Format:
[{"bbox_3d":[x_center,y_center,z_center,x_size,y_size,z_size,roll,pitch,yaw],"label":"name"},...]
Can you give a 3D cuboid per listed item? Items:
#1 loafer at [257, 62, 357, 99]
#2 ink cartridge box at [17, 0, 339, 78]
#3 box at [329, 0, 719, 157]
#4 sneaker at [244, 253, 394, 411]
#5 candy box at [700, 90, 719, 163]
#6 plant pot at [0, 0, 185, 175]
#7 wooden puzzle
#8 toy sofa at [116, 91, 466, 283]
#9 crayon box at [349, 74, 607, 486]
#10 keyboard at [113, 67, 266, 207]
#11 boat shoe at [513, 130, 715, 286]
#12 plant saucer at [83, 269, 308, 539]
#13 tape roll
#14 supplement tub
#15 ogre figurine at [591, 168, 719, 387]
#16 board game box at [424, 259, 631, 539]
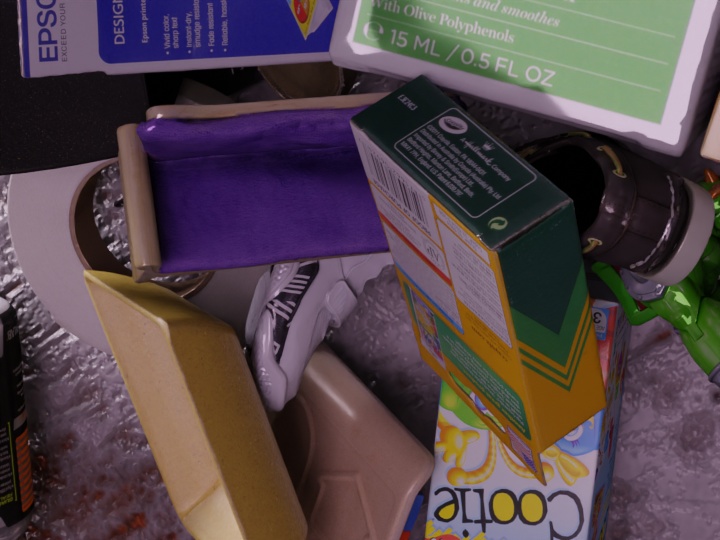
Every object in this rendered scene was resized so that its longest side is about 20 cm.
[{"bbox_3d":[-0.056,-0.167,0.950,0.076,0.067,0.200,7,141,27],"label":"loafer"},{"bbox_3d":[-0.094,-0.206,0.824,0.047,0.200,0.198,20,114,58],"label":"ink cartridge box"},{"bbox_3d":[0.118,-0.178,0.866,0.199,0.200,0.172,17,105,14],"label":"box"},{"bbox_3d":[0.000,0.000,0.979,0.115,0.075,0.200,16,83,-11],"label":"sneaker"},{"bbox_3d":[0.254,-0.082,0.847,0.115,0.200,0.055,19,107,12],"label":"candy box"},{"bbox_3d":[-0.194,-0.176,0.939,0.177,0.200,0.200,8,146,6],"label":"plant pot"},{"bbox_3d":[-0.028,0.166,1.035,0.185,0.046,0.200,43,115,50],"label":"wooden puzzle"},{"bbox_3d":[-0.035,-0.048,0.891,0.200,0.098,0.083,-6,83,-16],"label":"toy sofa"},{"bbox_3d":[0.067,0.008,0.829,0.052,0.200,0.126,-33,49,-14],"label":"crayon box"},{"bbox_3d":[-0.149,-0.106,1.062,0.200,0.021,0.127,-21,95,21],"label":"keyboard"},{"bbox_3d":[0.112,-0.043,0.831,0.060,0.201,0.072,20,93,-21],"label":"boat shoe"},{"bbox_3d":[-0.099,0.095,0.993,0.048,0.200,0.200,-25,108,-19],"label":"plant saucer"},{"bbox_3d":[-0.139,-0.032,1.050,0.202,0.037,0.203,5,113,11],"label":"tape roll"},{"bbox_3d":[-0.296,0.122,1.106,0.122,0.123,0.200,1,102,17],"label":"supplement tub"},{"bbox_3d":[0.199,0.012,0.875,0.120,0.200,0.098,43,136,-4],"label":"ogre figurine"},{"bbox_3d":[0.107,0.096,0.985,0.103,0.105,0.200,9,104,16],"label":"board game box"}]
